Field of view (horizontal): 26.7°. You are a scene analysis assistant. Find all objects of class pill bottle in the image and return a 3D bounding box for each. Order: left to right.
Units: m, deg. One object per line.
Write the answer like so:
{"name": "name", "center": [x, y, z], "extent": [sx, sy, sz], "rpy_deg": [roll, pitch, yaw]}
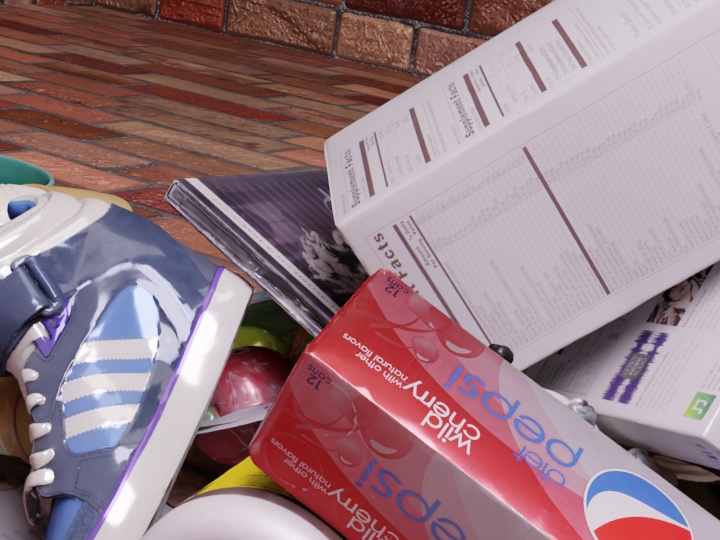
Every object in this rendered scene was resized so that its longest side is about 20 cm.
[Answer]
{"name": "pill bottle", "center": [-0.014, 0.122, 0.652], "extent": [0.108, 0.110, 0.200], "rpy_deg": [13, 14, 19]}

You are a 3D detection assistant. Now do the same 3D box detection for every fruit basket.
{"name": "fruit basket", "center": [-0.047, 0.056, 0.824], "extent": [0.184, 0.095, 0.200], "rpy_deg": [-16, -1, 21]}

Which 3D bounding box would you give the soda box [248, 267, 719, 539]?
{"name": "soda box", "center": [0.059, 0.092, 0.554], "extent": [0.199, 0.070, 0.063], "rpy_deg": [36, 41, 6]}

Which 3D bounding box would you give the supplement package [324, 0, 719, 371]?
{"name": "supplement package", "center": [0.095, -0.050, 0.702], "extent": [0.199, 0.114, 0.110], "rpy_deg": [-30, 23, 9]}

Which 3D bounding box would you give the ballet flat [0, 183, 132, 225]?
{"name": "ballet flat", "center": [-0.213, -0.007, 0.770], "extent": [0.199, 0.063, 0.069], "rpy_deg": [-25, 41, -11]}

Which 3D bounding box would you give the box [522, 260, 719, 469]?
{"name": "box", "center": [0.151, 0.017, 0.743], "extent": [0.036, 0.145, 0.200], "rpy_deg": [39, -13, -23]}

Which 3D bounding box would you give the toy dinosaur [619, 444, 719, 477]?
{"name": "toy dinosaur", "center": [0.217, 0.106, 0.777], "extent": [0.180, 0.201, 0.105], "rpy_deg": [-14, 32, 28]}

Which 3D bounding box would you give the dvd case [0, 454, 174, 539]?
{"name": "dvd case", "center": [-0.189, 0.124, 0.729], "extent": [0.199, 0.018, 0.142], "rpy_deg": [-6, 20, -45]}

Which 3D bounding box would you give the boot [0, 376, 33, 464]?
{"name": "boot", "center": [-0.219, 0.036, 0.818], "extent": [0.198, 0.067, 0.175], "rpy_deg": [1, 28, 22]}

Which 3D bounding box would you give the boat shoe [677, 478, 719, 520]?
{"name": "boat shoe", "center": [0.183, 0.148, 0.806], "extent": [0.199, 0.064, 0.073], "rpy_deg": [-9, 34, -34]}

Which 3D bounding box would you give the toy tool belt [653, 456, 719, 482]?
{"name": "toy tool belt", "center": [0.239, 0.074, 0.984], "extent": [0.198, 0.126, 0.123], "rpy_deg": [3, 23, -24]}

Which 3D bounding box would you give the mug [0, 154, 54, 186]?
{"name": "mug", "center": [-0.296, -0.018, 1.034], "extent": [0.151, 0.116, 0.184], "rpy_deg": [-3, 17, -38]}

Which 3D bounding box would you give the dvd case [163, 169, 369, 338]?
{"name": "dvd case", "center": [0.000, 0.000, 0.795], "extent": [0.149, 0.016, 0.200], "rpy_deg": [42, 19, 14]}

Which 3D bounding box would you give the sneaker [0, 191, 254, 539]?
{"name": "sneaker", "center": [-0.146, 0.055, 0.688], "extent": [0.145, 0.201, 0.081], "rpy_deg": [24, -31, -2]}

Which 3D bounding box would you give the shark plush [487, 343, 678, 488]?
{"name": "shark plush", "center": [0.084, 0.094, 0.663], "extent": [0.090, 0.201, 0.084], "rpy_deg": [-1, 51, 20]}
